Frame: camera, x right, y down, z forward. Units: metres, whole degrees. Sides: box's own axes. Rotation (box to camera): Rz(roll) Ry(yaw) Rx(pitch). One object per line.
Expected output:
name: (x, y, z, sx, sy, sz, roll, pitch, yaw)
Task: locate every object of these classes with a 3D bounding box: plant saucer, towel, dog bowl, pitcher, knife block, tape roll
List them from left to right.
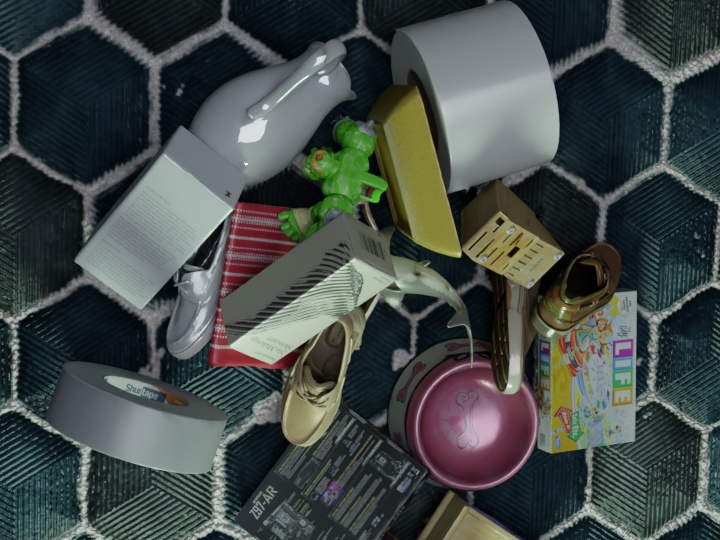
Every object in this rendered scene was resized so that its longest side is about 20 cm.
tape roll: (-0.257, 0.168, 1.527, 0.199, 0.200, 0.067, 18, 92, -14)
towel: (-0.115, 0.021, 1.599, 0.144, 0.022, 0.201, 5, 97, -45)
pitcher: (-0.100, -0.191, 1.535, 0.200, 0.172, 0.121, -36, 84, -7)
plant saucer: (0.055, -0.116, 1.564, 0.048, 0.200, 0.201, -16, 100, -5)
dog bowl: (0.138, 0.189, 1.682, 0.199, 0.074, 0.202, -2, 97, -13)
tape roll: (0.134, -0.204, 1.569, 0.138, 0.203, 0.204, -16, 100, -10)
knife block: (0.156, -0.069, 1.582, 0.064, 0.176, 0.200, -46, 145, 16)

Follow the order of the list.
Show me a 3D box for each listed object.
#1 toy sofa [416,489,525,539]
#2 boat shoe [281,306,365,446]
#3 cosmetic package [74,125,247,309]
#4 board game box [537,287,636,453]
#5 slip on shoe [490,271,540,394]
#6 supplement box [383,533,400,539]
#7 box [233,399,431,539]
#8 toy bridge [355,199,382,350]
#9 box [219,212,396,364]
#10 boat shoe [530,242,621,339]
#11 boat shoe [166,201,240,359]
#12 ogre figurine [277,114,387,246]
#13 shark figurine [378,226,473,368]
toy sofa: (0.173, 0.367, 1.697, 0.199, 0.098, 0.083, 34, 90, -13)
boat shoe: (-0.054, 0.129, 1.576, 0.071, 0.065, 0.201, 22, 112, 6)
cosmetic package: (-0.231, -0.059, 1.522, 0.101, 0.071, 0.200, 38, 124, -14)
board game box: (0.294, 0.128, 1.714, 0.134, 0.034, 0.201, -5, 98, -25)
slip on shoe: (0.199, 0.061, 1.643, 0.060, 0.076, 0.201, 9, 54, -11)
supplement box: (0.072, 0.420, 1.630, 0.131, 0.200, 0.103, 35, 89, -15)
box: (-0.034, 0.279, 1.634, 0.160, 0.044, 0.200, 36, 88, 15)
toy bridge: (0.000, 0.000, 1.652, 0.067, 0.027, 0.201, 1, 97, -14)
box: (-0.061, 0.023, 1.504, 0.200, 0.069, 0.082, -36, 141, 26)
boat shoe: (0.284, 0.014, 1.641, 0.072, 0.200, 0.068, 37, 132, 8)
boat shoe: (-0.187, 0.007, 1.577, 0.068, 0.072, 0.201, 31, 89, -45)
ogre figurine: (-0.028, -0.102, 1.554, 0.098, 0.120, 0.200, 42, 64, -9)
shark figurine: (0.060, 0.030, 1.610, 0.213, 0.128, 0.090, 21, 137, 18)
